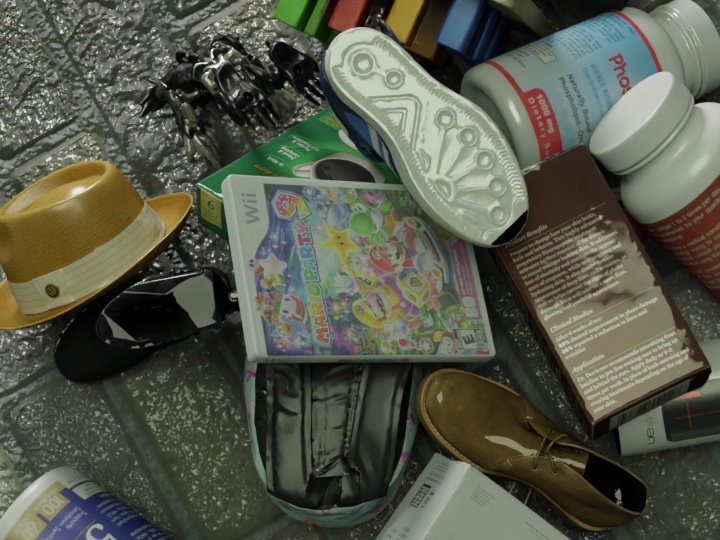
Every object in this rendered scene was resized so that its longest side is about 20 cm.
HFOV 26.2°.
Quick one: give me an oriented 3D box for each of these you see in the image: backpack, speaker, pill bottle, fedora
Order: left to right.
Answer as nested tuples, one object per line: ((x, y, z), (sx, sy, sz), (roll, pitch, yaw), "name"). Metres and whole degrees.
((-0.235, -0.032, 1.250), (0.200, 0.201, 0.082), (-30, 110, -1), "fedora")
((-0.187, 0.254, 1.204), (0.200, 0.120, 0.120), (33, 81, 14), "pill bottle")
((-0.016, 0.100, 1.219), (0.167, 0.127, 0.200), (0, 72, 8), "backpack")
((0.191, -0.148, 1.259), (0.200, 0.109, 0.109), (-24, 73, -14), "pill bottle")
((0.275, -0.056, 1.191), (0.200, 0.112, 0.112), (41, 82, -16), "pill bottle")
((0.290, 0.091, 1.209), (0.200, 0.081, 0.081), (-10, 74, 4), "speaker")

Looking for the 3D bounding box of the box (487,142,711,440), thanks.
((0.171, 0.016, 1.169), (0.100, 0.075, 0.200), (-26, 73, -1), "box")

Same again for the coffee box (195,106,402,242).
((-0.022, -0.070, 1.246), (0.123, 0.044, 0.200), (31, 47, 28), "coffee box")

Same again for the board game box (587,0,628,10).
((0.144, -0.283, 1.308), (0.200, 0.028, 0.135), (19, 37, 13), "board game box")

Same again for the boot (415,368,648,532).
((0.134, 0.132, 1.174), (0.200, 0.075, 0.074), (33, 68, -16), "boot")

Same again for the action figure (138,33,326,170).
((-0.111, -0.143, 1.299), (0.119, 0.200, 0.102), (-37, 111, -20), "action figure")

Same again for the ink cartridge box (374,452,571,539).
((0.093, 0.265, 1.143), (0.200, 0.084, 0.176), (38, 80, -12), "ink cartridge box")

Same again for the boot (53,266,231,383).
((-0.178, 0.046, 1.211), (0.165, 0.200, 0.066), (-29, 95, -1), "boot")

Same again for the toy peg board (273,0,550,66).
((0.036, -0.211, 1.271), (0.199, 0.200, 0.098), (26, 97, 12), "toy peg board")

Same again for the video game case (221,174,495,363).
((0.000, 0.000, 1.151), (0.200, 0.018, 0.143), (1, 66, -28), "video game case")

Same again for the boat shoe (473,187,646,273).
((0.135, -0.037, 1.267), (0.200, 0.071, 0.063), (1, 67, 7), "boat shoe")

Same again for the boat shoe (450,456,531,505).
((0.082, 0.193, 1.217), (0.072, 0.060, 0.200), (29, 81, 13), "boat shoe")

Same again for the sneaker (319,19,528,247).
((0.047, -0.099, 1.175), (0.081, 0.146, 0.200), (-43, 89, -1), "sneaker")
